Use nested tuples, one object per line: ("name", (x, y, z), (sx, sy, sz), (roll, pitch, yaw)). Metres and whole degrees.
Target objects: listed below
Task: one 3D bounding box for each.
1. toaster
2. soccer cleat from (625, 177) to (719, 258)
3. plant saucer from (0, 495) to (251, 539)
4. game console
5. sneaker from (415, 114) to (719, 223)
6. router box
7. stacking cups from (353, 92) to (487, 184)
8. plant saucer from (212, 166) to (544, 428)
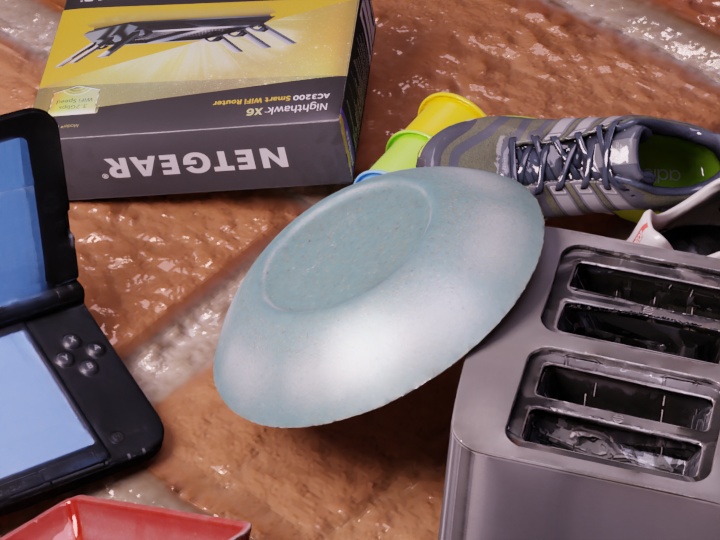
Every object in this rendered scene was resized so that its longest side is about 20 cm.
("toaster", (0.134, 0.083, 1.175), (0.200, 0.119, 0.181), (12, 43, 12))
("soccer cleat", (0.241, -0.028, 1.312), (0.200, 0.085, 0.069), (-16, 58, -14))
("plant saucer", (-0.168, 0.176, 1.070), (0.200, 0.037, 0.200), (-29, 14, -29))
("game console", (-0.217, 0.032, 1.189), (0.200, 0.116, 0.176), (-19, 58, -31))
("sneaker", (0.131, -0.066, 1.331), (0.200, 0.081, 0.074), (-3, 79, -14))
("router box", (-0.097, -0.118, 1.412), (0.200, 0.052, 0.157), (-3, 42, 10))
("stacking cups", (0.004, -0.030, 1.339), (0.060, 0.061, 0.200), (27, 50, 25))
("plant saucer", (0.000, 0.000, 1.205), (0.201, 0.039, 0.201), (-24, 32, 16))
